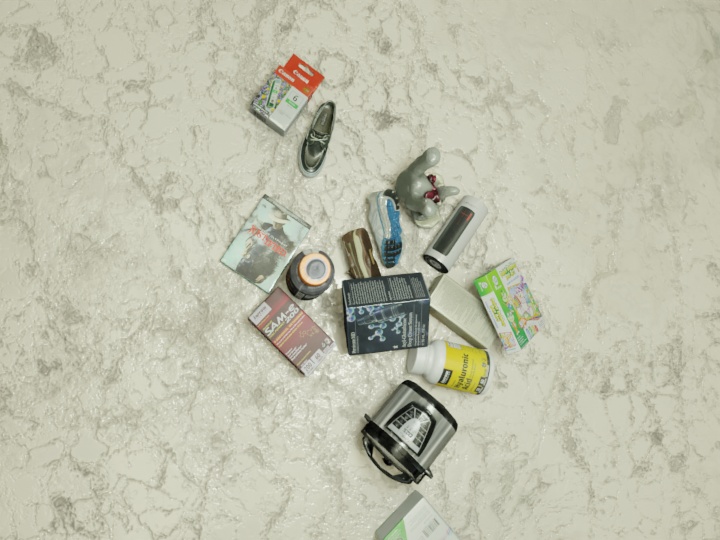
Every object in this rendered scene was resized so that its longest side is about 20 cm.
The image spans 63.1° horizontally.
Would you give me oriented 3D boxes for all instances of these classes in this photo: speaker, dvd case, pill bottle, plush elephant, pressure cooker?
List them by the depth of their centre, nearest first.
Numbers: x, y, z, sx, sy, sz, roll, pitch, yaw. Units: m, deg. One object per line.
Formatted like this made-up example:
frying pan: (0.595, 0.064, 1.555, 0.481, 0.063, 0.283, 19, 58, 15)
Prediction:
pill bottle: (-0.116, 0.009, 1.363, 0.104, 0.200, 0.108, 2, 82, -11)
pressure cooker: (0.109, 0.384, 1.365, 0.200, 0.175, 0.179, -47, 118, -12)
dvd case: (-0.231, -0.066, 1.442, 0.145, 0.022, 0.202, 34, 77, -5)
pill bottle: (0.220, 0.233, 1.447, 0.197, 0.111, 0.113, 14, 80, -8)
plush elephant: (0.173, -0.198, 1.480, 0.153, 0.199, 0.168, 4, 82, -34)
speaker: (0.247, -0.095, 1.513, 0.081, 0.081, 0.201, 37, 77, -4)

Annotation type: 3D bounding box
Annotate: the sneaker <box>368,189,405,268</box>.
sneaker: (0.059, -0.107, 1.485, 0.074, 0.086, 0.203, -17, 108, -36)

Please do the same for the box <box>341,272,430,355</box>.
box: (0.059, 0.102, 1.388, 0.196, 0.108, 0.150, -6, 126, -4)

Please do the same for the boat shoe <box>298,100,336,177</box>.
boat shoe: (-0.109, -0.337, 1.476, 0.071, 0.071, 0.203, 14, 81, -9)

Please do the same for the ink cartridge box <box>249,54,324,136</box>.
ink cartridge box: (-0.182, -0.455, 1.487, 0.108, 0.050, 0.201, 34, 78, -5)

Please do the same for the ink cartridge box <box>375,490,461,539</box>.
ink cartridge box: (0.154, 0.655, 1.390, 0.145, 0.088, 0.200, -41, 90, -13)

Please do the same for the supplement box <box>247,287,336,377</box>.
supplement box: (-0.164, 0.147, 1.407, 0.200, 0.061, 0.109, 44, 77, -2)

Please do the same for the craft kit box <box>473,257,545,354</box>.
craft kit box: (0.379, 0.083, 1.477, 0.199, 0.048, 0.200, -24, 86, -53)

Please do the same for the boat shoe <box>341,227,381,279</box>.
boat shoe: (0.003, -0.001, 1.465, 0.074, 0.075, 0.206, -11, 95, 26)

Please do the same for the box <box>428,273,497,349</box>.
box: (0.257, 0.107, 1.487, 0.199, 0.078, 0.095, 38, 77, -4)
